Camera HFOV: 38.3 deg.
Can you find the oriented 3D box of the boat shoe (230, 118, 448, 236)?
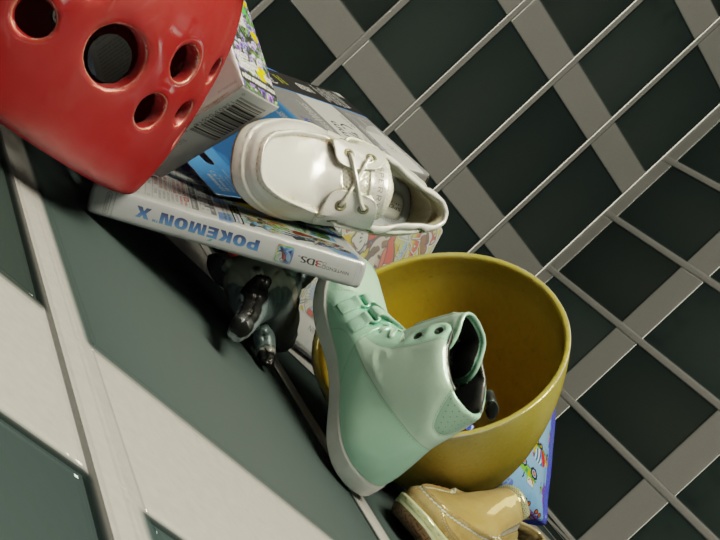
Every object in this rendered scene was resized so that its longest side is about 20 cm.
[{"bbox_3d":[-0.006,-0.063,0.736,0.069,0.071,0.200,10,0,39],"label":"boat shoe"}]

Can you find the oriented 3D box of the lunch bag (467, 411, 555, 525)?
[{"bbox_3d":[0.150,0.153,1.129,0.094,0.201,0.151,-17,-55,42],"label":"lunch bag"}]

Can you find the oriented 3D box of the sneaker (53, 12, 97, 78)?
[{"bbox_3d":[-0.257,-0.196,0.780,0.199,0.081,0.115,45,4,-42],"label":"sneaker"}]

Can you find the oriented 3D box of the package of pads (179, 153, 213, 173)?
[{"bbox_3d":[-0.173,-0.135,0.920,0.120,0.076,0.200,-20,-60,43],"label":"package of pads"}]

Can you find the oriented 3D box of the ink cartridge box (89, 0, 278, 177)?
[{"bbox_3d":[-0.137,-0.180,0.727,0.050,0.109,0.201,19,49,-60],"label":"ink cartridge box"}]

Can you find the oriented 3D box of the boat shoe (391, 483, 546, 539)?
[{"bbox_3d":[0.088,0.185,0.763,0.072,0.076,0.200,48,1,33],"label":"boat shoe"}]

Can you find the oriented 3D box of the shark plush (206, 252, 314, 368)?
[{"bbox_3d":[-0.061,0.029,0.746,0.200,0.090,0.084,-165,-107,-79],"label":"shark plush"}]

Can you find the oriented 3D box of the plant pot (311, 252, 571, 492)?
[{"bbox_3d":[0.069,0.104,0.839,0.200,0.199,0.143,48,-24,45],"label":"plant pot"}]

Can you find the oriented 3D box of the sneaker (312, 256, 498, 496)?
[{"bbox_3d":[0.034,0.046,0.713,0.074,0.118,0.201,39,29,-36],"label":"sneaker"}]

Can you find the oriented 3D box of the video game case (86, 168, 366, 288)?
[{"bbox_3d":[-0.100,-0.042,0.749,0.181,0.022,0.200,16,9,-14],"label":"video game case"}]

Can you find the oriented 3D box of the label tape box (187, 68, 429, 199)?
[{"bbox_3d":[-0.059,-0.106,0.834,0.199,0.063,0.144,10,29,-48],"label":"label tape box"}]

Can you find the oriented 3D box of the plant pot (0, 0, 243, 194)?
[{"bbox_3d":[-0.158,-0.174,0.597,0.200,0.183,0.200,37,3,-2],"label":"plant pot"}]

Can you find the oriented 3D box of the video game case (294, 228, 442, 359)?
[{"bbox_3d":[0.000,0.000,1.023,0.023,0.201,0.182,19,-16,33],"label":"video game case"}]

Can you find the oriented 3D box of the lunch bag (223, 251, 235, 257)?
[{"bbox_3d":[-0.154,-0.083,1.093,0.200,0.082,0.176,46,5,-23],"label":"lunch bag"}]

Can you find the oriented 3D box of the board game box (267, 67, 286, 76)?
[{"bbox_3d":[-0.179,-0.196,1.169,0.199,0.045,0.152,23,-29,-9],"label":"board game box"}]
